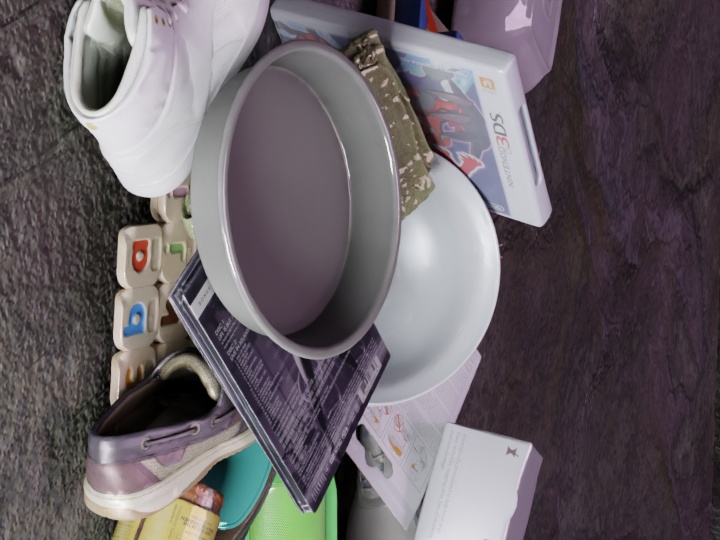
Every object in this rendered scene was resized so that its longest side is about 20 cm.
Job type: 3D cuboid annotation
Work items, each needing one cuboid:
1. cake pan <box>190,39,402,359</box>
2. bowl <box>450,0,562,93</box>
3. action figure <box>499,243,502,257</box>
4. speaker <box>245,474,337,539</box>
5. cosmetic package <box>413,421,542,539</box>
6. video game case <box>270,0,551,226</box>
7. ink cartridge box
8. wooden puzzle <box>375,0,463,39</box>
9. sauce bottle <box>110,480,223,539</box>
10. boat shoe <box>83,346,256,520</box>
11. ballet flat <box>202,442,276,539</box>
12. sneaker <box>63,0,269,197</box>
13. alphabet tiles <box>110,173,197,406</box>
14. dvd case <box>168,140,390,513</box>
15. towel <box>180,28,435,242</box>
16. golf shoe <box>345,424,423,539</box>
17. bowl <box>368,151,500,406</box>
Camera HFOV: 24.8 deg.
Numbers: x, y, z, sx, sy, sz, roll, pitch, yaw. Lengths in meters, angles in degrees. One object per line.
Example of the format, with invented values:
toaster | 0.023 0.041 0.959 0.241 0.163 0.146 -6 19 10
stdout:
cake pan | -0.040 -0.044 1.038 0.200 0.037 0.201 5 85 -56
bowl | 0.154 -0.280 1.636 0.200 0.074 0.200 43 54 -68
action figure | 0.084 0.043 1.543 0.065 0.099 0.201 -55 143 -52
speaker | -0.063 0.203 1.221 0.088 0.088 0.201 -35 128 -63
cosmetic package | 0.108 0.202 1.459 0.200 0.081 0.113 50 56 -75
video game case | 0.040 -0.118 1.232 0.023 0.199 0.182 -57 149 -24
ink cartridge box | 0.023 0.097 1.410 0.162 0.050 0.200 56 47 -33
wooden puzzle | 0.056 -0.157 1.443 0.200 0.046 0.186 43 48 -65
sauce bottle | -0.146 0.226 1.041 0.201 0.066 0.066 -69 156 -14
boat shoe | -0.105 0.082 1.050 0.200 0.072 0.065 -39 141 -45
ballet flat | -0.112 0.179 1.122 0.068 0.068 0.201 121 -7 -76
sneaker | -0.115 -0.157 0.993 0.116 0.073 0.201 58 44 -63
alphabet tiles | -0.119 0.025 1.118 0.196 0.015 0.201 -13 108 -68
dvd case | -0.047 0.038 1.076 0.200 0.016 0.149 63 39 -35
towel | -0.031 -0.057 1.142 0.200 0.036 0.149 -46 134 -21
golf shoe | 0.016 0.181 1.466 0.097 0.078 0.200 53 39 -38
bowl | 0.000 0.000 1.259 0.200 0.090 0.202 -2 95 -25
